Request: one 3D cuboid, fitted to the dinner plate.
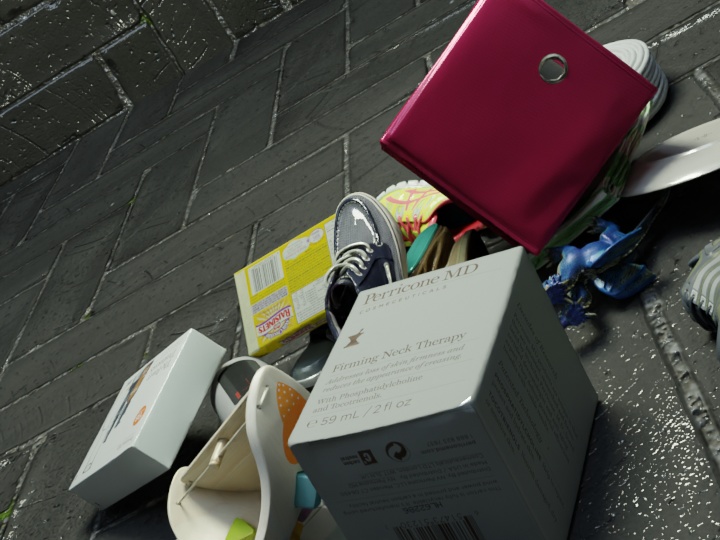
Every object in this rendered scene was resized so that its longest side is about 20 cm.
[{"bbox_3d":[0.343,-0.125,1.250,0.198,0.024,0.200,-23,9,4],"label":"dinner plate"}]

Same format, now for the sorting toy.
[{"bbox_3d":[-0.091,0.211,1.006,0.200,0.106,0.181,-50,21,47],"label":"sorting toy"}]

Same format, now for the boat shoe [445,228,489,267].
[{"bbox_3d":[0.097,0.030,1.289,0.064,0.072,0.201,-21,31,25],"label":"boat shoe"}]

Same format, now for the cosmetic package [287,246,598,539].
[{"bbox_3d":[0.074,0.119,1.001,0.166,0.167,0.201,-16,27,29],"label":"cosmetic package"}]

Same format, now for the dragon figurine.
[{"bbox_3d":[0.238,-0.009,1.177,0.199,0.059,0.099,-27,22,-12],"label":"dragon figurine"}]

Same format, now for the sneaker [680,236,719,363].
[{"bbox_3d":[0.304,0.031,1.017,0.081,0.074,0.200,-31,15,31],"label":"sneaker"}]

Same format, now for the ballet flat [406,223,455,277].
[{"bbox_3d":[0.053,0.035,1.332,0.068,0.072,0.200,-31,16,52],"label":"ballet flat"}]

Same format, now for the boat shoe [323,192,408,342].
[{"bbox_3d":[0.000,0.000,1.231,0.074,0.092,0.202,-30,61,22],"label":"boat shoe"}]

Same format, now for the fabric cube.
[{"bbox_3d":[0.152,-0.154,1.279,0.200,0.195,0.200,-54,2,3],"label":"fabric cube"}]

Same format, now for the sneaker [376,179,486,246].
[{"bbox_3d":[0.078,-0.061,1.487,0.199,0.078,0.091,-20,28,29],"label":"sneaker"}]

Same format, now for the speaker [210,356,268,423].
[{"bbox_3d":[-0.103,0.145,1.276,0.081,0.082,0.200,-36,13,-7],"label":"speaker"}]

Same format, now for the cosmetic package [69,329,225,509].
[{"bbox_3d":[-0.235,0.166,1.367,0.200,0.051,0.152,-36,27,51],"label":"cosmetic package"}]

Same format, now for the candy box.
[{"bbox_3d":[-0.052,0.009,1.346,0.199,0.026,0.103,-29,63,29],"label":"candy box"}]

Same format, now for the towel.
[{"bbox_3d":[0.243,-0.095,1.328,0.153,0.023,0.201,-48,8,44],"label":"towel"}]

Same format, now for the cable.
[{"bbox_3d":[0.273,-0.205,1.518,0.199,0.070,0.201,-15,29,39],"label":"cable"}]

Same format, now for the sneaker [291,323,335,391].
[{"bbox_3d":[-0.033,0.031,1.394,0.083,0.121,0.200,-8,34,46],"label":"sneaker"}]

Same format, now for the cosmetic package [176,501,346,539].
[{"bbox_3d":[-0.093,0.258,1.112,0.151,0.052,0.199,-43,24,-27],"label":"cosmetic package"}]
